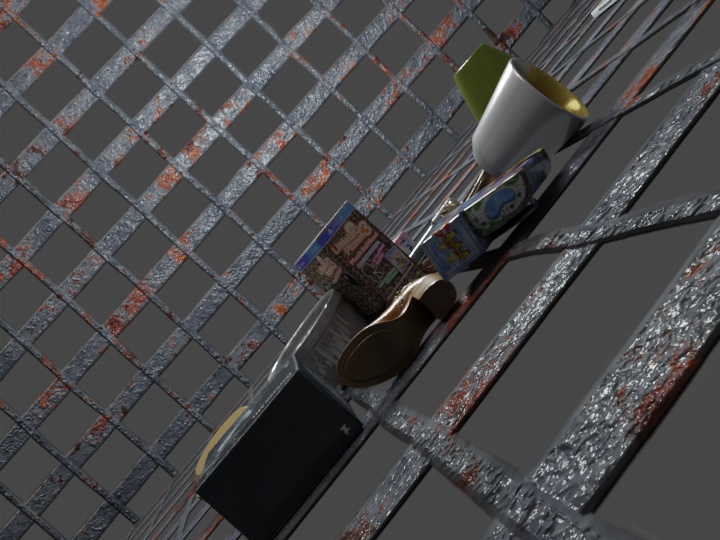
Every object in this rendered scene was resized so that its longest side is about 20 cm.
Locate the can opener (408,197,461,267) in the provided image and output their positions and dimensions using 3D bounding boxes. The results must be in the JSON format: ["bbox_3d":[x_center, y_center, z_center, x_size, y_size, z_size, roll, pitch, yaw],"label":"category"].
[{"bbox_3d":[0.145,-0.064,1.347,0.201,0.052,0.066,-52,5,-23],"label":"can opener"}]

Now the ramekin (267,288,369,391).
[{"bbox_3d":[-0.066,0.143,1.266,0.201,0.104,0.200,-53,6,8],"label":"ramekin"}]

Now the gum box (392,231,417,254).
[{"bbox_3d":[0.046,0.011,1.614,0.114,0.066,0.200,-53,5,-34],"label":"gum box"}]

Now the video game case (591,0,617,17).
[{"bbox_3d":[0.729,-0.793,1.949,0.201,0.023,0.182,-50,4,-1],"label":"video game case"}]

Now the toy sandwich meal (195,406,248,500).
[{"bbox_3d":[-0.255,0.365,1.441,0.205,0.070,0.206,-47,13,14],"label":"toy sandwich meal"}]

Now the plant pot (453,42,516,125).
[{"bbox_3d":[0.300,-0.381,1.538,0.188,0.200,0.187,-48,5,5],"label":"plant pot"}]

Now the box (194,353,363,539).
[{"bbox_3d":[-0.109,0.231,0.970,0.197,0.117,0.200,-49,5,-6],"label":"box"}]

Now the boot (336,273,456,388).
[{"bbox_3d":[0.046,0.082,0.996,0.199,0.074,0.155,-38,4,-5],"label":"boot"}]

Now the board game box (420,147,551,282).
[{"bbox_3d":[0.164,-0.067,0.967,0.199,0.062,0.200,-36,3,31],"label":"board game box"}]

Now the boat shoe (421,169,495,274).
[{"bbox_3d":[0.164,-0.083,1.186,0.201,0.072,0.076,-49,4,3],"label":"boat shoe"}]

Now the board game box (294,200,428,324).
[{"bbox_3d":[0.000,0.000,1.284,0.097,0.199,0.159,-51,4,-23],"label":"board game box"}]

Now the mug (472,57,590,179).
[{"bbox_3d":[0.266,-0.216,1.128,0.154,0.184,0.151,-56,33,30],"label":"mug"}]
